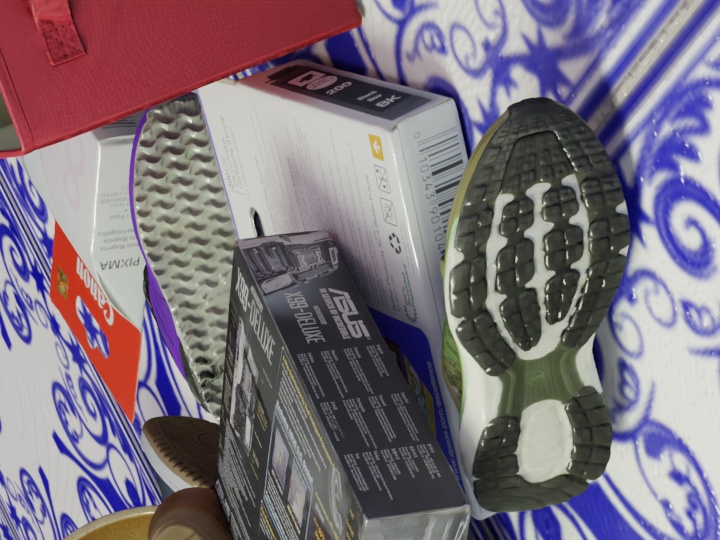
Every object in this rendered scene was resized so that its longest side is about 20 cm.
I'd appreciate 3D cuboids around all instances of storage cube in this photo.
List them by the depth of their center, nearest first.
[{"bbox_3d":[-0.135,-0.161,1.060,0.200,0.180,0.171,3,114,64],"label":"storage cube"}]

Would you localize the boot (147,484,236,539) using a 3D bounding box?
[{"bbox_3d":[-0.034,0.195,1.167,0.200,0.072,0.166,55,-176,4],"label":"boot"}]

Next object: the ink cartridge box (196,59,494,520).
[{"bbox_3d":[0.000,0.000,1.092,0.200,0.043,0.198,22,131,57],"label":"ink cartridge box"}]

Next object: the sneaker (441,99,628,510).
[{"bbox_3d":[0.057,0.006,0.931,0.089,0.077,0.200,-119,23,-47],"label":"sneaker"}]

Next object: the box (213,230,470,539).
[{"bbox_3d":[-0.015,0.102,1.021,0.200,0.050,0.158,-118,28,-49],"label":"box"}]

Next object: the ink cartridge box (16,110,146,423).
[{"bbox_3d":[-0.174,-0.030,1.367,0.163,0.057,0.200,50,134,49],"label":"ink cartridge box"}]

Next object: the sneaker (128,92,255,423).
[{"bbox_3d":[-0.097,-0.008,1.269,0.100,0.070,0.200,-145,40,-62],"label":"sneaker"}]

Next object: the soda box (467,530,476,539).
[{"bbox_3d":[0.053,0.201,1.106,0.200,0.068,0.063,57,-164,21],"label":"soda box"}]

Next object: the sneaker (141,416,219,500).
[{"bbox_3d":[-0.081,0.173,1.345,0.200,0.070,0.109,38,120,45],"label":"sneaker"}]

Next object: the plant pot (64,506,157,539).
[{"bbox_3d":[-0.121,0.275,1.460,0.186,0.186,0.200,57,169,23],"label":"plant pot"}]
